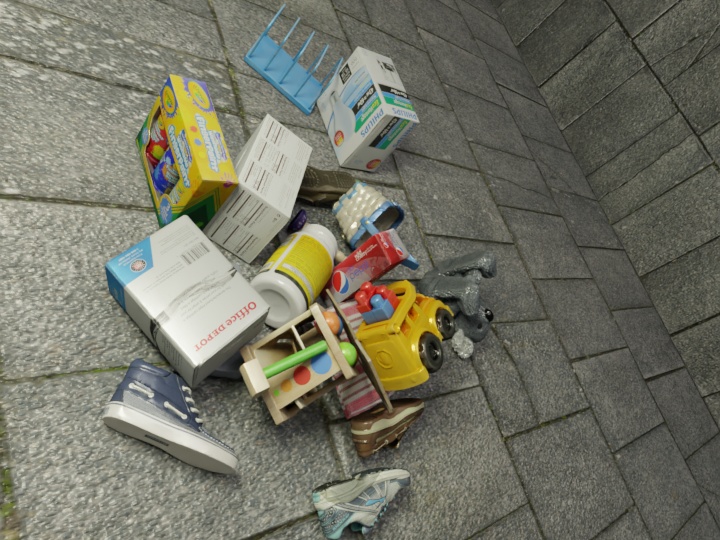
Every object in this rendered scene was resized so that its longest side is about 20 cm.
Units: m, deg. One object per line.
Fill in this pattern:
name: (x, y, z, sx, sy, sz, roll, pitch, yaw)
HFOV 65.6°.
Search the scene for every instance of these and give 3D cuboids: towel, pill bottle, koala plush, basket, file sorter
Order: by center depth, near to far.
pill bottle: (-0.115, 0.003, 1.028, 0.112, 0.112, 0.202, 44, 40, -11)
towel: (-0.014, 0.162, 1.070, 0.144, 0.030, 0.205, -14, 79, -47)
basket: (0.043, -0.083, 1.214, 0.200, 0.140, 0.176, 44, 8, 20)
koala plush: (0.247, 0.087, 1.332, 0.178, 0.180, 0.203, -51, 122, -42)
file sorter: (-0.156, -0.518, 1.361, 0.198, 0.122, 0.141, 36, 41, -19)

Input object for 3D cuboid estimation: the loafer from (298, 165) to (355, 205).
loafer: (-0.103, -0.180, 1.216, 0.194, 0.068, 0.078, 7, 52, -24)

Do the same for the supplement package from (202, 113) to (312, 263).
supplement package: (-0.188, -0.150, 1.031, 0.109, 0.155, 0.204, 32, 43, -21)

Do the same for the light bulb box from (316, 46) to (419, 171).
light bulb box: (0.014, -0.391, 1.381, 0.122, 0.198, 0.205, -2, 62, -43)

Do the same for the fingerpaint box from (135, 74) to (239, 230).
fingerpaint box: (-0.297, -0.186, 0.938, 0.072, 0.166, 0.205, -3, 65, -45)

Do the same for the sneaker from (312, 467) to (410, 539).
sneaker: (0.007, 0.381, 0.924, 0.195, 0.077, 0.089, -1, 74, -38)

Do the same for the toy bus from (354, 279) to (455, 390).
toy bus: (0.070, 0.090, 1.051, 0.195, 0.133, 0.201, 57, 40, -17)

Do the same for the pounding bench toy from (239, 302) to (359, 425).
pounding bench toy: (-0.086, 0.136, 0.854, 0.127, 0.153, 0.200, 59, -1, 9)

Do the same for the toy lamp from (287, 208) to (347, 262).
toy lamp: (-0.060, -0.045, 1.165, 0.199, 0.058, 0.059, 42, 40, -16)

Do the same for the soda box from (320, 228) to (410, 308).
soda box: (0.000, 0.000, 1.078, 0.069, 0.199, 0.065, -21, 77, -49)

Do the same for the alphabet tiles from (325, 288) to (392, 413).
alphabet tiles: (0.001, 0.138, 0.928, 0.171, 0.007, 0.200, 67, -9, -27)

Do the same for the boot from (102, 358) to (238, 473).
boot: (-0.246, 0.203, 0.778, 0.198, 0.072, 0.092, 35, 48, -22)

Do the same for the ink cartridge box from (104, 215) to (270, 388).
ink cartridge box: (-0.252, 0.043, 0.824, 0.200, 0.084, 0.144, 45, 54, 9)

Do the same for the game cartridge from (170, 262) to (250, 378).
game cartridge: (-0.241, 0.073, 0.911, 0.130, 0.041, 0.205, 14, 54, -35)

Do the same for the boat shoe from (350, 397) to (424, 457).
boat shoe: (0.052, 0.291, 1.037, 0.199, 0.073, 0.078, -5, 89, -48)
